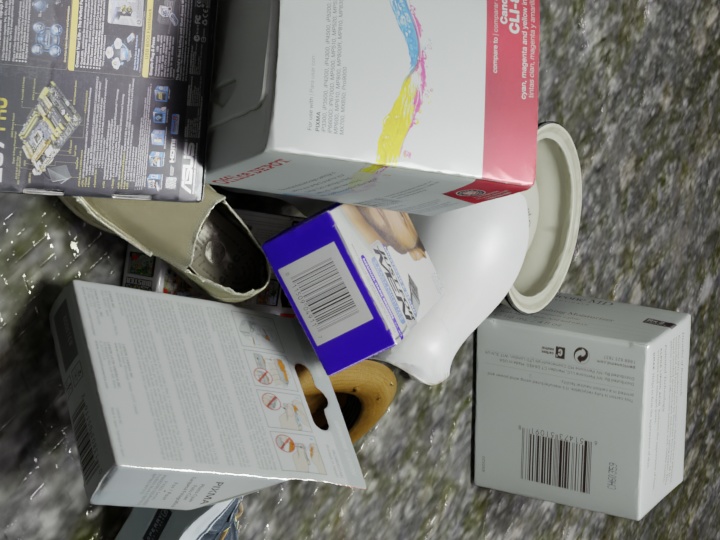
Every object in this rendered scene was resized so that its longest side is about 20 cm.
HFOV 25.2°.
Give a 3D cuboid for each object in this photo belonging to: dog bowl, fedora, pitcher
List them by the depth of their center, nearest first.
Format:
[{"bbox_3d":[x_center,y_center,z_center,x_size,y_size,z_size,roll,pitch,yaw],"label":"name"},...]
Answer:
[{"bbox_3d":[-0.068,0.100,1.285,0.201,0.200,0.082,28,35,-59],"label":"fedora"},{"bbox_3d":[0.084,0.012,1.544,0.172,0.121,0.200,46,67,-78],"label":"pitcher"},{"bbox_3d":[0.157,-0.058,1.673,0.200,0.074,0.200,-25,119,-56],"label":"dog bowl"}]

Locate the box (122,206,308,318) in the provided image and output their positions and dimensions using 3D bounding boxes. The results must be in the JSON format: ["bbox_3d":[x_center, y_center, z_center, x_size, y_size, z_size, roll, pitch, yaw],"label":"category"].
[{"bbox_3d":[-0.111,0.003,1.266,0.200,0.035,0.110,7,92,-60],"label":"box"}]

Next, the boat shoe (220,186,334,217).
[{"bbox_3d":[-0.054,-0.094,1.296,0.200,0.071,0.064,15,43,-57],"label":"boat shoe"}]

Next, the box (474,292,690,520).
[{"bbox_3d":[0.239,0.141,1.739,0.131,0.199,0.200,-23,117,-56],"label":"box"}]

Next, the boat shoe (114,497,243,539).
[{"bbox_3d":[-0.117,0.170,1.214,0.200,0.071,0.091,-56,155,20],"label":"boat shoe"}]

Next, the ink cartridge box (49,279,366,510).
[{"bbox_3d":[-0.107,0.092,1.122,0.200,0.160,0.047,11,132,-35],"label":"ink cartridge box"}]

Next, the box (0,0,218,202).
[{"bbox_3d":[-0.173,-0.146,1.035,0.161,0.049,0.200,1,98,-31],"label":"box"}]

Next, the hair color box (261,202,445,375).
[{"bbox_3d":[0.000,0.000,1.231,0.109,0.065,0.200,63,15,-3],"label":"hair color box"}]

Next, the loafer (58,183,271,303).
[{"bbox_3d":[-0.133,-0.043,1.133,0.200,0.068,0.076,36,73,-33],"label":"loafer"}]

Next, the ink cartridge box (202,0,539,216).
[{"bbox_3d":[-0.001,-0.126,1.096,0.200,0.145,0.145,6,82,-27],"label":"ink cartridge box"}]
